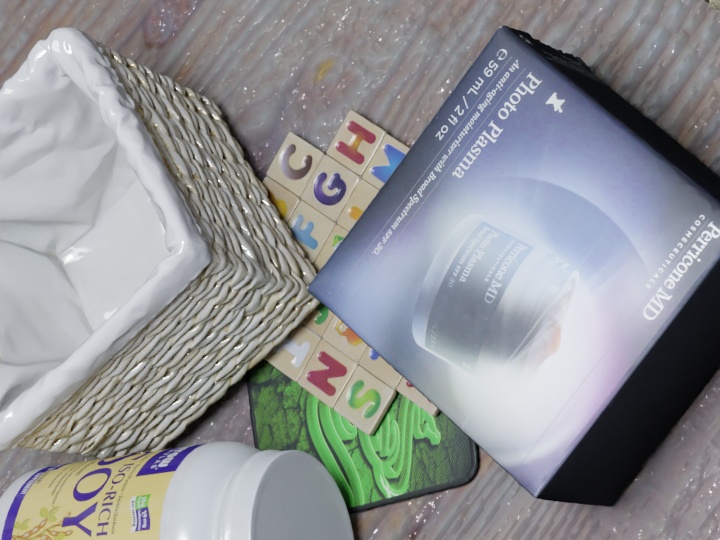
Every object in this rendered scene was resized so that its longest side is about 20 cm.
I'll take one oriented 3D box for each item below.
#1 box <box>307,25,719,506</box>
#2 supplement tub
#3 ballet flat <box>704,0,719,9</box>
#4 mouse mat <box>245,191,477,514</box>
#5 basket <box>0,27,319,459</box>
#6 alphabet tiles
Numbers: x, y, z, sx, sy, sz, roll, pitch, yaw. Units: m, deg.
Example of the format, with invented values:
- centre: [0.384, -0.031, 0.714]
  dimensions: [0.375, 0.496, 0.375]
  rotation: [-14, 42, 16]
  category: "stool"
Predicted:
- centre: [0.114, -0.001, 1.614]
  dimensions: [0.198, 0.123, 0.200]
  rotation: [41, 102, 24]
  category: "box"
- centre: [-0.119, 0.184, 1.714]
  dimensions: [0.199, 0.145, 0.146]
  rotation: [-10, 75, 29]
  category: "supplement tub"
- centre: [0.230, -0.255, 1.645]
  dimensions: [0.075, 0.068, 0.201]
  rotation: [-5, 82, 8]
  category: "ballet flat"
- centre: [-0.007, 0.054, 1.754]
  dimensions: [0.160, 0.008, 0.201]
  rotation: [-17, 73, 28]
  category: "mouse mat"
- centre: [-0.163, -0.010, 1.759]
  dimensions: [0.200, 0.161, 0.198]
  rotation: [-44, 58, 21]
  category: "basket"
- centre: [0.000, 0.000, 1.753]
  dimensions: [0.200, 0.006, 0.167]
  rotation: [35, 99, 32]
  category: "alphabet tiles"
